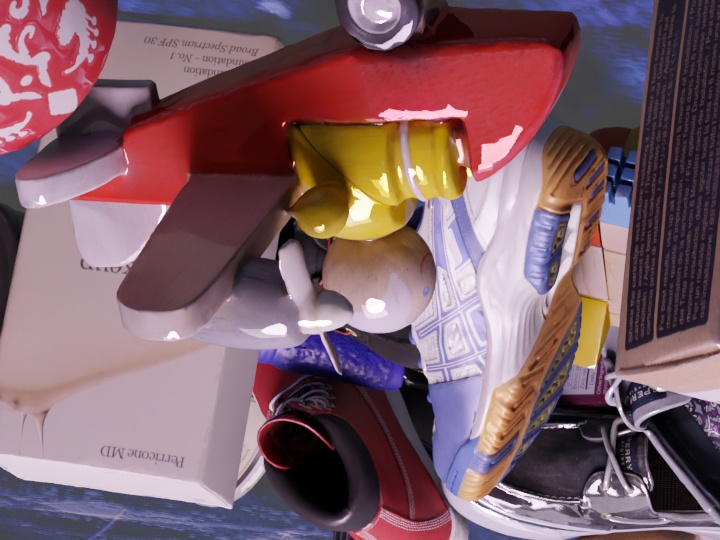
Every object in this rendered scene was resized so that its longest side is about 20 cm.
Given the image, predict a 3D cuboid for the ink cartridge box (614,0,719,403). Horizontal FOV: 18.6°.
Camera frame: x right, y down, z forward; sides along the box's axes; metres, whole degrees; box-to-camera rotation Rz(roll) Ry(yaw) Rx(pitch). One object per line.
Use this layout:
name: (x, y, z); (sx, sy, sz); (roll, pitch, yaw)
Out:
ink cartridge box: (0.200, -0.021, 0.803); (0.199, 0.165, 0.075); (16, 164, -23)

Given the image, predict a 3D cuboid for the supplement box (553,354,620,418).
supplement box: (0.193, 0.047, 1.220); (0.200, 0.086, 0.110); (-4, 161, 42)

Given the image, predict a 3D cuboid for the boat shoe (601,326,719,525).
boat shoe: (0.162, 0.055, 1.102); (0.071, 0.201, 0.070); (-33, 173, -45)

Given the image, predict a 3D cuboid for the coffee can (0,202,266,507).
coffee can: (-0.158, 0.053, 1.324); (0.200, 0.147, 0.146); (18, 163, -35)

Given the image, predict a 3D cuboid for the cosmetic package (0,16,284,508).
cosmetic package: (-0.094, -0.004, 0.968); (0.103, 0.201, 0.073); (6, 165, 9)

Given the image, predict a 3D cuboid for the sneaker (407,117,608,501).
sneaker: (0.050, 0.010, 0.981); (0.088, 0.200, 0.075); (24, -144, 21)

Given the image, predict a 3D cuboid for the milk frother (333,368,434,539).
milk frother: (0.068, 0.125, 1.373); (0.188, 0.201, 0.180); (15, 160, -23)

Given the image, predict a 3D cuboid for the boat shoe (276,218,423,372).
boat shoe: (-0.001, 0.003, 1.099); (0.063, 0.074, 0.201); (8, -169, -28)

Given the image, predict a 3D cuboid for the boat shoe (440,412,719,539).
boat shoe: (0.145, 0.105, 1.190); (0.199, 0.072, 0.071); (3, 155, -7)

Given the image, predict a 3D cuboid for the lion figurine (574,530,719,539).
lion figurine: (0.156, 0.162, 1.236); (0.122, 0.073, 0.200); (34, -153, 23)

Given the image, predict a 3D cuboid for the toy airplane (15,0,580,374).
toy airplane: (-0.027, -0.034, 0.836); (0.141, 0.200, 0.199); (61, 161, -17)

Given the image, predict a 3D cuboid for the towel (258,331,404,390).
towel: (-0.078, 0.004, 1.204); (0.199, 0.050, 0.148); (11, -163, -19)

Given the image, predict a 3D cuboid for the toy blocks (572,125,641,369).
toy blocks: (0.143, -0.021, 1.009); (0.199, 0.100, 0.137); (14, 155, 17)

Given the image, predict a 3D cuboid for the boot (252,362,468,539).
boot: (-0.031, 0.074, 1.203); (0.200, 0.072, 0.144); (52, -170, 36)

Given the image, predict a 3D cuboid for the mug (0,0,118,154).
mug: (-0.153, -0.113, 0.742); (0.177, 0.134, 0.200); (5, 168, 20)
